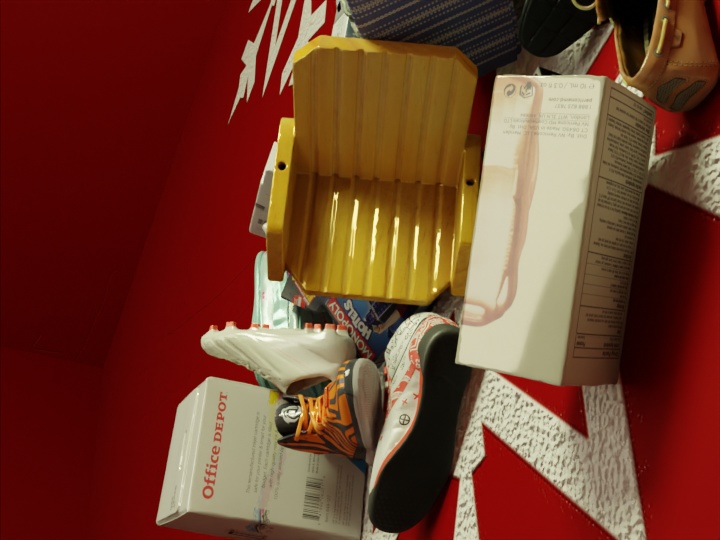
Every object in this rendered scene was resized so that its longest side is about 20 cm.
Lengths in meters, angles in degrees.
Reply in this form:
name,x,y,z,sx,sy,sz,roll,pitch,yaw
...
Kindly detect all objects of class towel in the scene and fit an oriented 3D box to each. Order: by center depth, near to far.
name,x,y,z,sx,sy,sz,roll,pitch,yaw
towel,0.073,-0.227,0.917,0.200,0.143,0.024,56,-170,-64

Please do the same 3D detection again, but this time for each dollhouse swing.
name,x,y,z,sx,sy,sz,roll,pitch,yaw
dollhouse swing,0.015,-0.087,0.926,0.176,0.197,0.184,95,-179,-69

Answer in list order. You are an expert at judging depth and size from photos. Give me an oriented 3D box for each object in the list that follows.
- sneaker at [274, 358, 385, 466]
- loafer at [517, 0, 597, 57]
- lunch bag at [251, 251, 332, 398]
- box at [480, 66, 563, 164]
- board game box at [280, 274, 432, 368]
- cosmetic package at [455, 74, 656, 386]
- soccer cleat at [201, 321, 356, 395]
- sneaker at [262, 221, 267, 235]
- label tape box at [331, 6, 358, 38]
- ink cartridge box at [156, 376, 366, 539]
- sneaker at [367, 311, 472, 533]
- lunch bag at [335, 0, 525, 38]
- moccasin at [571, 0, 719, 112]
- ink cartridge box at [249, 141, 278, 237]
name,x,y,z,sx,sy,sz,roll,pitch,yaw
sneaker,-0.035,0.147,0.998,0.201,0.110,0.078,83,-167,-58
loafer,0.195,-0.278,0.850,0.201,0.072,0.072,-59,15,17
lunch bag,-0.086,0.074,1.239,0.161,0.076,0.202,66,-164,-51
box,0.155,-0.067,0.846,0.202,0.034,0.111,-95,27,-43
board game box,0.000,0.000,1.101,0.201,0.061,0.200,57,129,26
cosmetic package,0.138,-0.026,0.697,0.086,0.103,0.203,8,89,35
soccer cleat,-0.096,0.097,1.093,0.198,0.069,0.079,-1,84,30
sneaker,-0.049,-0.107,1.197,0.201,0.079,0.074,-61,-23,-17
label tape box,0.034,-0.220,1.127,0.063,0.143,0.203,159,124,-66
ink cartridge box,-0.110,0.224,1.126,0.145,0.198,0.149,140,141,-58
sneaker,0.050,0.139,0.952,0.108,0.066,0.204,-137,63,-74
lunch bag,0.070,-0.303,0.996,0.200,0.138,0.169,-49,62,42
moccasin,0.206,-0.204,0.739,0.074,0.077,0.204,133,146,-53
ink cartridge box,-0.078,-0.101,1.334,0.200,0.115,0.069,121,166,-66
